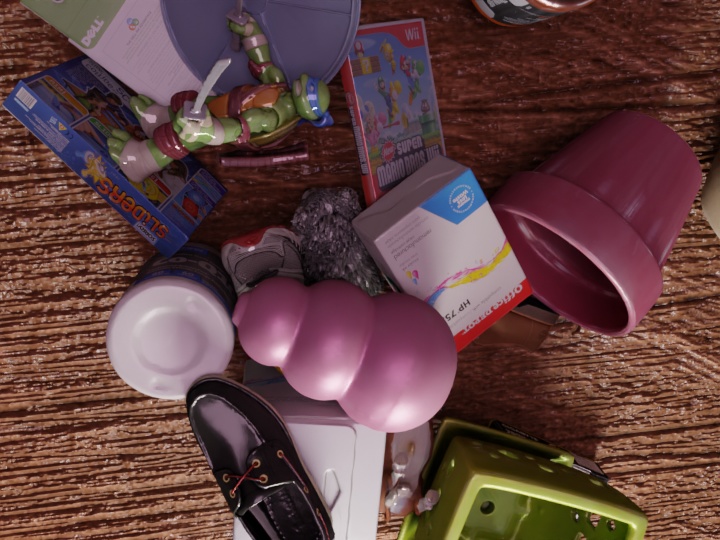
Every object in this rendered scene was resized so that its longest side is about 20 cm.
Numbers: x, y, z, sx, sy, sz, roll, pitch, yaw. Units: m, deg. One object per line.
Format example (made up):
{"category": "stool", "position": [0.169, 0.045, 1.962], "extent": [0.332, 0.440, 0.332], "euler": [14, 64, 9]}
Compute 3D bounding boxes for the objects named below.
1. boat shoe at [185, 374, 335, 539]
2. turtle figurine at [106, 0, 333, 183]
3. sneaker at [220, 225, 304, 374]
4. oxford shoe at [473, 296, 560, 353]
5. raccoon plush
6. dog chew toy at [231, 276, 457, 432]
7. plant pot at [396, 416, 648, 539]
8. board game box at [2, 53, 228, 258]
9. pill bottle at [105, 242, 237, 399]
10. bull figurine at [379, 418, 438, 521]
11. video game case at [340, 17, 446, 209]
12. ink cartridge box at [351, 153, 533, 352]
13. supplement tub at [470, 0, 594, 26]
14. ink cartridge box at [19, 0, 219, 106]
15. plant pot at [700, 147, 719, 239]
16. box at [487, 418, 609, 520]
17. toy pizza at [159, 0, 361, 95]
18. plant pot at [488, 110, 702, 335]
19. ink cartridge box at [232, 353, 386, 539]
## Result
{"category": "boat shoe", "position": [-0.088, 0.182, 0.654], "extent": [0.073, 0.063, 0.202], "euler": [-30, 102, 6]}
{"category": "turtle figurine", "position": [-0.137, -0.165, 0.641], "extent": [0.192, 0.200, 0.145], "euler": [-16, 72, 22]}
{"category": "sneaker", "position": [-0.080, 0.031, 0.726], "extent": [0.077, 0.083, 0.201], "euler": [-18, 143, -2]}
{"category": "oxford shoe", "position": [0.131, 0.048, 0.849], "extent": [0.198, 0.071, 0.072], "euler": [21, 104, -13]}
{"category": "raccoon plush", "position": [0.000, 0.000, 0.765], "extent": [0.200, 0.134, 0.097], "euler": [43, 71, 9]}
{"category": "dog chew toy", "position": [-0.017, 0.066, 0.657], "extent": [0.198, 0.125, 0.126], "euler": [20, 100, -11]}
{"category": "plant pot", "position": [0.152, 0.281, 0.798], "extent": [0.197, 0.182, 0.202], "euler": [17, 100, -11]}
{"category": "board game box", "position": [-0.231, -0.118, 0.731], "extent": [0.034, 0.136, 0.200], "euler": [-39, 105, 23]}
{"category": "pill bottle", "position": [-0.178, 0.038, 0.741], "extent": [0.113, 0.200, 0.115], "euler": [-2, 104, -7]}
{"category": "bull figurine", "position": [0.052, 0.170, 0.810], "extent": [0.064, 0.121, 0.202], "euler": [9, 72, -10]}
{"category": "video game case", "position": [0.040, -0.153, 0.768], "extent": [0.017, 0.143, 0.202], "euler": [0, 108, 39]}
{"category": "ink cartridge box", "position": [0.092, 0.002, 0.741], "extent": [0.116, 0.067, 0.201], "euler": [-37, 119, -6]}
{"category": "supplement tub", "position": [0.161, -0.291, 0.705], "extent": [0.106, 0.200, 0.108], "euler": [-1, 102, -7]}
{"category": "ink cartridge box", "position": [-0.219, -0.242, 0.743], "extent": [0.199, 0.059, 0.104], "euler": [36, 96, -13]}
{"category": "plant pot", "position": [0.462, -0.084, 0.814], "extent": [0.200, 0.201, 0.134], "euler": [39, 131, -14]}
{"category": "box", "position": [0.192, 0.307, 0.927], "extent": [0.159, 0.049, 0.201], "euler": [23, 99, -14]}
{"category": "toy pizza", "position": [-0.093, -0.254, 0.688], "extent": [0.198, 0.032, 0.202], "euler": [6, 113, 13]}
{"category": "plant pot", "position": [0.256, -0.061, 0.786], "extent": [0.200, 0.200, 0.179], "euler": [46, 78, -14]}
{"category": "ink cartridge box", "position": [-0.058, 0.183, 0.788], "extent": [0.143, 0.200, 0.147], "euler": [3, 102, -8]}
